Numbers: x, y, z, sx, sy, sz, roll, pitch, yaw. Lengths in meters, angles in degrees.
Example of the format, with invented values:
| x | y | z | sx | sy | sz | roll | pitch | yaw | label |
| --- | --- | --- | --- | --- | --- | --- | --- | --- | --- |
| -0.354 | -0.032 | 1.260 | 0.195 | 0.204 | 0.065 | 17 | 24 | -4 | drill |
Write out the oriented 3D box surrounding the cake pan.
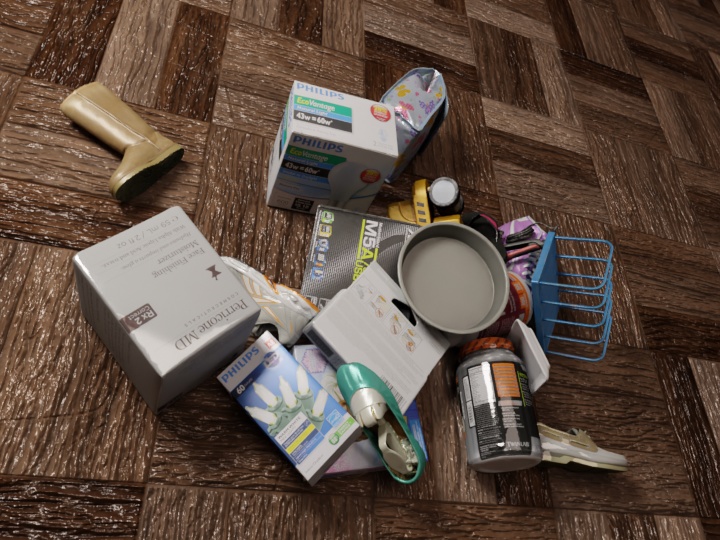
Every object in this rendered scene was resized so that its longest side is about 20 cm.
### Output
| x | y | z | sx | sy | sz | roll | pitch | yaw | label |
| --- | --- | --- | --- | --- | --- | --- | --- | --- | --- |
| 0.154 | 0.015 | 0.949 | 0.197 | 0.037 | 0.203 | 5 | 65 | -11 | cake pan |

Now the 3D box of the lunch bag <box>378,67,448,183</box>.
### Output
| x | y | z | sx | sy | sz | roll | pitch | yaw | label |
| --- | --- | --- | --- | --- | --- | --- | --- | --- | --- |
| 0.100 | -0.312 | 1.185 | 0.126 | 0.170 | 0.201 | 34 | 52 | 2 | lunch bag |

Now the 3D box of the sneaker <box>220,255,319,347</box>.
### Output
| x | y | z | sx | sy | sz | roll | pitch | yaw | label |
| --- | --- | --- | --- | --- | --- | --- | --- | --- | --- |
| -0.170 | 0.050 | 0.903 | 0.198 | 0.076 | 0.093 | 28 | 83 | 17 | sneaker |

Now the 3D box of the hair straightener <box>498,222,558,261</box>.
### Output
| x | y | z | sx | sy | sz | roll | pitch | yaw | label |
| --- | --- | --- | --- | --- | --- | --- | --- | --- | --- |
| 0.295 | -0.058 | 1.122 | 0.041 | 0.198 | 0.078 | 40 | 34 | -51 | hair straightener |

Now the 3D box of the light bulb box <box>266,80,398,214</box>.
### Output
| x | y | z | sx | sy | sz | roll | pitch | yaw | label |
| --- | --- | --- | --- | --- | --- | --- | --- | --- | --- |
| -0.057 | -0.210 | 1.034 | 0.195 | 0.201 | 0.126 | 9 | 57 | -18 | light bulb box |

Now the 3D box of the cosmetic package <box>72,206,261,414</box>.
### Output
| x | y | z | sx | sy | sz | roll | pitch | yaw | label |
| --- | --- | --- | --- | --- | --- | --- | --- | --- | --- |
| -0.274 | 0.057 | 0.797 | 0.164 | 0.165 | 0.200 | -35 | 78 | -34 | cosmetic package |

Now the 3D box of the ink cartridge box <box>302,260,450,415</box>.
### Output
| x | y | z | sx | sy | sz | roll | pitch | yaw | label |
| --- | --- | --- | --- | --- | --- | --- | --- | --- | --- |
| 0.031 | 0.110 | 0.907 | 0.200 | 0.043 | 0.174 | 47 | 51 | -3 | ink cartridge box |

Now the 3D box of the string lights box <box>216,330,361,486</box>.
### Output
| x | y | z | sx | sy | sz | roll | pitch | yaw | label |
| --- | --- | --- | --- | --- | --- | --- | --- | --- | --- |
| -0.103 | 0.196 | 0.813 | 0.200 | 0.059 | 0.103 | 41 | 71 | 20 | string lights box |

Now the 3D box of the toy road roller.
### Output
| x | y | z | sx | sy | sz | roll | pitch | yaw | label |
| --- | --- | --- | --- | --- | --- | --- | --- | --- | --- |
| 0.132 | -0.075 | 1.085 | 0.144 | 0.123 | 0.203 | -9 | 82 | 15 | toy road roller |

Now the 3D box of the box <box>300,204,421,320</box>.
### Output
| x | y | z | sx | sy | sz | roll | pitch | yaw | label |
| --- | --- | --- | --- | --- | --- | --- | --- | --- | --- |
| 0.000 | 0.000 | 0.980 | 0.190 | 0.048 | 0.203 | 11 | 72 | -2 | box |

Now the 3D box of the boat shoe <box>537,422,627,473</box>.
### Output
| x | y | z | sx | sy | sz | roll | pitch | yaw | label |
| --- | --- | --- | --- | --- | --- | --- | --- | --- | --- |
| 0.380 | 0.312 | 0.984 | 0.197 | 0.075 | 0.069 | 14 | 61 | -14 | boat shoe |

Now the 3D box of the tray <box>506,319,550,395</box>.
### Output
| x | y | z | sx | sy | sz | roll | pitch | yaw | label |
| --- | --- | --- | --- | --- | --- | --- | --- | --- | --- |
| 0.289 | 0.155 | 0.972 | 0.022 | 0.200 | 0.109 | -20 | 68 | -1 | tray |

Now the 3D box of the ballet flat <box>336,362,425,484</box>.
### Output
| x | y | z | sx | sy | sz | roll | pitch | yaw | label |
| --- | --- | --- | --- | --- | --- | --- | --- | --- | --- |
| 0.032 | 0.222 | 0.811 | 0.201 | 0.067 | 0.070 | 56 | 10 | -4 | ballet flat |

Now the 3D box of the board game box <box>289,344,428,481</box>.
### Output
| x | y | z | sx | sy | sz | roll | pitch | yaw | label |
| --- | --- | --- | --- | --- | --- | --- | --- | --- | --- |
| -0.006 | 0.216 | 0.895 | 0.196 | 0.041 | 0.203 | 1 | 60 | -23 | board game box |

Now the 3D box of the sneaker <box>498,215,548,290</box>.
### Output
| x | y | z | sx | sy | sz | roll | pitch | yaw | label |
| --- | --- | --- | --- | --- | --- | --- | --- | --- | --- |
| 0.338 | -0.022 | 1.138 | 0.072 | 0.113 | 0.203 | 25 | 49 | -45 | sneaker |

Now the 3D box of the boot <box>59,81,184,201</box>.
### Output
| x | y | z | sx | sy | sz | roll | pitch | yaw | label |
| --- | --- | --- | --- | --- | --- | --- | --- | --- | --- |
| -0.432 | -0.224 | 0.967 | 0.199 | 0.066 | 0.176 | 36 | 41 | 0 | boot |

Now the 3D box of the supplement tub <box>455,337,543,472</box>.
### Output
| x | y | z | sx | sy | sz | roll | pitch | yaw | label |
| --- | --- | --- | --- | --- | --- | --- | --- | --- | --- |
| 0.227 | 0.224 | 0.942 | 0.121 | 0.123 | 0.203 | 9 | 57 | -18 | supplement tub |

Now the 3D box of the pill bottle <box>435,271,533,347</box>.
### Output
| x | y | z | sx | sy | sz | roll | pitch | yaw | label |
| --- | --- | --- | --- | --- | --- | --- | --- | --- | --- |
| 0.209 | 0.074 | 1.029 | 0.198 | 0.114 | 0.115 | -13 | 66 | -30 | pill bottle |

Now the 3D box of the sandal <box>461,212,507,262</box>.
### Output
| x | y | z | sx | sy | sz | roll | pitch | yaw | label |
| --- | --- | --- | --- | --- | --- | --- | --- | --- | --- |
| 0.244 | -0.076 | 1.121 | 0.201 | 0.074 | 0.045 | -100 | 163 | -58 | sandal |

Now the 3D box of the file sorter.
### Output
| x | y | z | sx | sy | sz | roll | pitch | yaw | label |
| --- | --- | --- | --- | --- | --- | --- | --- | --- | --- |
| 0.404 | 0.052 | 1.057 | 0.121 | 0.202 | 0.139 | 6 | 45 | 30 | file sorter |
